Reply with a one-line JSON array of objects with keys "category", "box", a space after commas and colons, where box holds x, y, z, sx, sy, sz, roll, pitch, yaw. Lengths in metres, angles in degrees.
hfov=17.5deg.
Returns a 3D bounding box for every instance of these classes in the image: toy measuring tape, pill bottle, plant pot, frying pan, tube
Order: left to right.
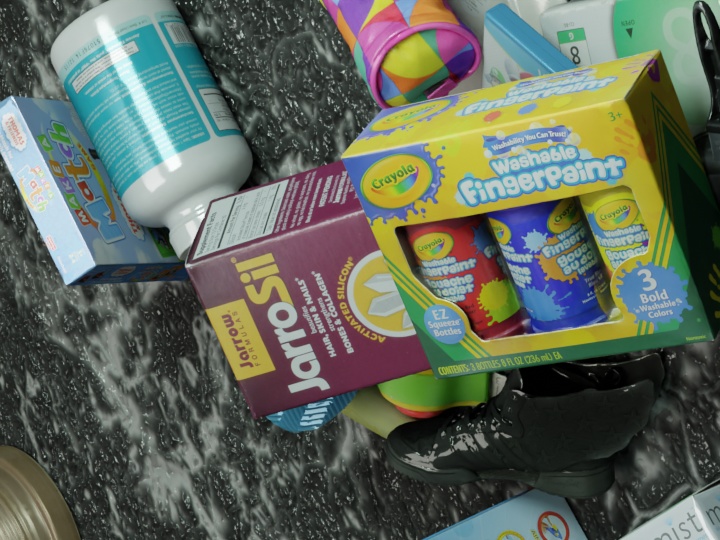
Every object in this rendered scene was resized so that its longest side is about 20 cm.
[{"category": "plant pot", "box": [-0.359, 0.280, 2.285, 0.200, 0.092, 0.202, 26, 125, 43]}, {"category": "pill bottle", "box": [-0.157, -0.112, 1.849, 0.111, 0.110, 0.201, -40, 73, 51]}, {"category": "tube", "box": [0.009, 0.099, 1.783, 0.200, 0.058, 0.052, 34, 129, 38]}, {"category": "toy measuring tape", "box": [0.070, 0.086, 1.693, 0.200, 0.073, 0.074, 30, 127, 40]}, {"category": "frying pan", "box": [0.237, -0.062, 1.409, 0.115, 0.031, 0.191, 29, 144, 28]}]

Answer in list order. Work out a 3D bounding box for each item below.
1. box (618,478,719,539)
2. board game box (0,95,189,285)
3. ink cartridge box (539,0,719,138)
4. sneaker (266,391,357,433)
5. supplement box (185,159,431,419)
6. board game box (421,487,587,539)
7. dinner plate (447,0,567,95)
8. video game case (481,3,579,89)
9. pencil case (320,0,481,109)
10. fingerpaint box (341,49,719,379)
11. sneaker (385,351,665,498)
[{"category": "box", "box": [0.218, 0.252, 1.542, 0.200, 0.096, 0.177, -38, 76, 39]}, {"category": "board game box", "box": [-0.208, -0.062, 1.873, 0.037, 0.200, 0.152, -31, 80, 20]}, {"category": "ink cartridge box", "box": [0.200, -0.080, 1.480, 0.161, 0.050, 0.201, -4, 101, 51]}, {"category": "sneaker", "box": [-0.010, 0.030, 1.716, 0.076, 0.081, 0.201, 30, 107, 5]}, {"category": "supplement box", "box": [0.000, 0.000, 1.598, 0.199, 0.103, 0.131, -17, 113, 16]}, {"category": "board game box", "box": [0.101, 0.272, 1.633, 0.201, 0.195, 0.056, 61, 142, 12]}, {"category": "dinner plate", "box": [0.070, -0.167, 1.620, 0.200, 0.024, 0.201, 23, 122, 43]}, {"category": "video game case", "box": [0.130, -0.064, 1.545, 0.143, 0.018, 0.200, 45, 154, 30]}, {"category": "pencil case", "box": [0.011, -0.192, 1.582, 0.200, 0.088, 0.089, -115, 32, -42]}, {"category": "fingerpaint box", "box": [0.112, -0.030, 1.440, 0.199, 0.073, 0.167, -9, 115, 32]}, {"category": "sneaker", "box": [0.110, 0.098, 1.614, 0.199, 0.060, 0.105, 6, 124, 19]}]
